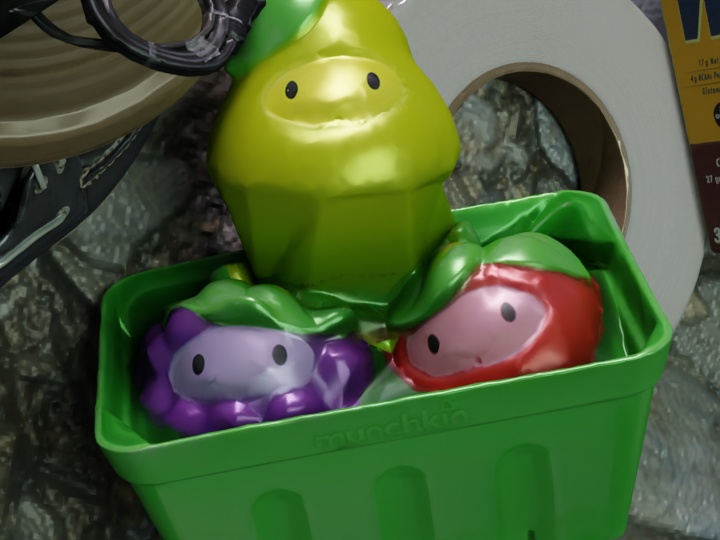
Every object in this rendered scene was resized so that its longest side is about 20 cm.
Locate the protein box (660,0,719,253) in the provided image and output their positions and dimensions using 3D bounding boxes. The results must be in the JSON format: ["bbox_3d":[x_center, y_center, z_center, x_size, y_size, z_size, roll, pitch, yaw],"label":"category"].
[{"bbox_3d":[0.245,-0.131,0.847,0.198,0.134,0.201,-20,100,-40],"label":"protein box"}]

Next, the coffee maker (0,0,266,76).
[{"bbox_3d":[-0.167,-0.043,0.544,0.192,0.200,0.135,38,34,-1],"label":"coffee maker"}]

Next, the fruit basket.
[{"bbox_3d":[0.000,0.000,0.693,0.214,0.156,0.217,-3,116,-5],"label":"fruit basket"}]

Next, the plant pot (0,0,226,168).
[{"bbox_3d":[-0.123,-0.144,0.638,0.199,0.093,0.202,4,72,-13],"label":"plant pot"}]

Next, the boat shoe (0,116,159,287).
[{"bbox_3d":[-0.129,-0.030,0.689,0.200,0.063,0.073,-47,112,-22],"label":"boat shoe"}]

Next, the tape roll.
[{"bbox_3d":[0.063,-0.034,0.817,0.202,0.037,0.204,-1,91,-31],"label":"tape roll"}]
